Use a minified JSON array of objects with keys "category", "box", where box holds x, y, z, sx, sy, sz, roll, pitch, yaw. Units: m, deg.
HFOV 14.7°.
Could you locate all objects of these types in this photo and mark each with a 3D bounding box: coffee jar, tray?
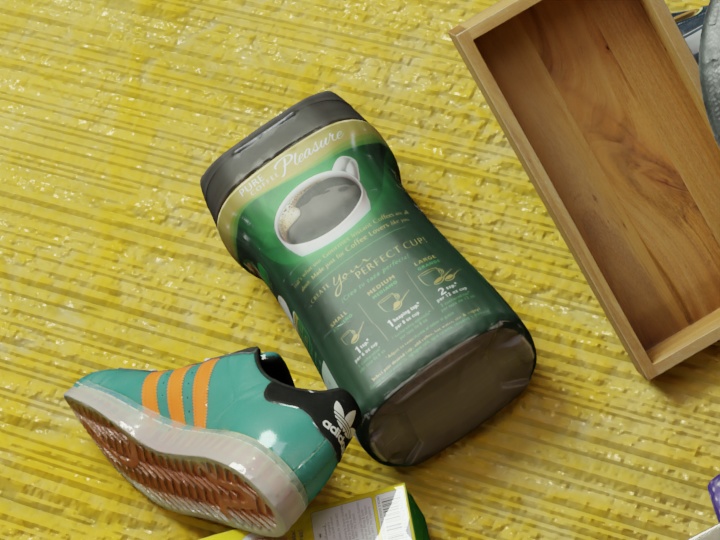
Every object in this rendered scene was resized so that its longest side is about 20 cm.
[{"category":"coffee jar","box":[0.000,0.000,1.456,0.104,0.085,0.200,-34,56,-2]},{"category":"tray","box":[0.136,-0.057,1.397,0.099,0.200,0.037,-30,11,-1]}]

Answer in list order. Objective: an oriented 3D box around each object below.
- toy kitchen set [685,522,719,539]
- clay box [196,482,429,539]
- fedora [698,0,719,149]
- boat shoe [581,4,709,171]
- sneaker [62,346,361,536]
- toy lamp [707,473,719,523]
[{"category":"toy kitchen set","box":[0.271,0.175,1.195,0.200,0.180,0.163,-28,56,6]},{"category":"clay box","box":[-0.058,0.188,1.381,0.200,0.048,0.115,-16,56,9]},{"category":"fedora","box":[0.252,-0.081,1.393,0.200,0.092,0.201,2,80,-10]},{"category":"boat shoe","box":[0.186,-0.116,1.476,0.200,0.071,0.091,-23,26,-15]},{"category":"sneaker","box":[-0.073,0.078,1.426,0.080,0.071,0.200,-44,33,-23]},{"category":"toy lamp","box":[0.265,0.087,1.331,0.200,0.058,0.058,-19,55,4]}]
